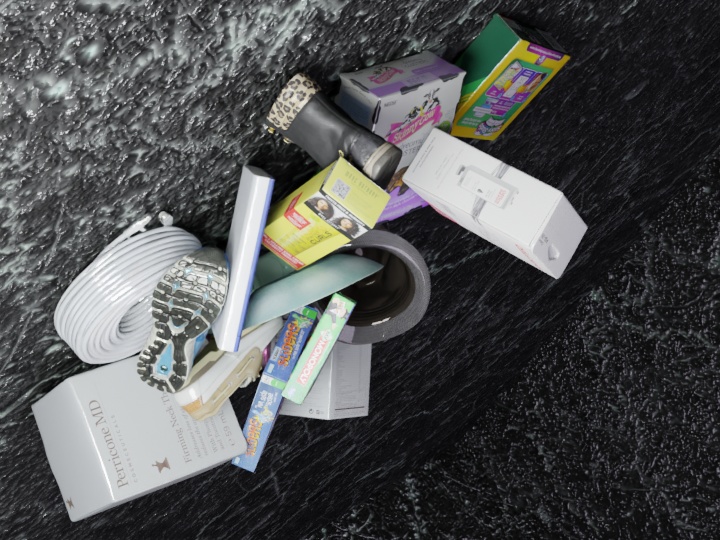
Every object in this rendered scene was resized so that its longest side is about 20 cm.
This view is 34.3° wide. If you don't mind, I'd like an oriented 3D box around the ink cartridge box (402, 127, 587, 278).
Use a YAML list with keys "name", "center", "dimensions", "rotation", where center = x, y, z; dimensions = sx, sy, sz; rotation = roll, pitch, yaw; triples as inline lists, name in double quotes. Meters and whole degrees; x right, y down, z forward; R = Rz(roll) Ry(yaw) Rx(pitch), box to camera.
- name: "ink cartridge box"
  center: [0.173, -0.084, 1.481]
  dimensions: [0.083, 0.200, 0.147]
  rotation: [-58, 152, -1]

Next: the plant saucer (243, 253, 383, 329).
- name: "plant saucer"
  center: [-0.071, 0.018, 1.425]
  dimensions: [0.201, 0.039, 0.201]
  rotation: [-24, -177, 1]

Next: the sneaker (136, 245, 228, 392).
- name: "sneaker"
  center: [-0.206, 0.045, 1.372]
  dimensions: [0.200, 0.078, 0.090]
  rotation: [-60, -174, 31]

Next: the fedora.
- name: "fedora"
  center: [0.000, 0.000, 1.578]
  dimensions: [0.177, 0.090, 0.200]
  rotation: [-23, 134, 11]

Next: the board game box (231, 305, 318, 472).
- name: "board game box"
  center: [-0.113, 0.155, 1.541]
  dimensions: [0.135, 0.034, 0.200]
  rotation: [-68, 180, -47]

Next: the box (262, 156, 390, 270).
- name: "box"
  center: [-0.048, -0.061, 1.329]
  dimensions: [0.200, 0.075, 0.050]
  rotation: [-25, -149, 60]

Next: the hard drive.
- name: "hard drive"
  center: [-0.139, -0.017, 1.362]
  dimensions: [0.132, 0.025, 0.200]
  rotation: [-137, -121, -75]

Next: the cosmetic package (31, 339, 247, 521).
- name: "cosmetic package"
  center: [-0.289, 0.206, 1.520]
  dimensions: [0.200, 0.167, 0.166]
  rotation: [-17, 172, -36]

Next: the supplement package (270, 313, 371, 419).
- name: "supplement package"
  center: [-0.056, 0.109, 1.696]
  dimensions: [0.114, 0.109, 0.200]
  rotation: [7, 86, -59]

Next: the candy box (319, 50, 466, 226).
- name: "candy box"
  center: [0.036, -0.162, 1.480]
  dimensions: [0.168, 0.072, 0.200]
  rotation: [-24, 138, -41]

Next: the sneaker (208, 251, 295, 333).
- name: "sneaker"
  center: [-0.176, 0.037, 1.557]
  dimensions: [0.200, 0.074, 0.118]
  rotation: [-32, 167, 29]

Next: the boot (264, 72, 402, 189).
- name: "boot"
  center: [-0.039, -0.134, 1.351]
  dimensions: [0.073, 0.151, 0.200]
  rotation: [-46, 177, -20]

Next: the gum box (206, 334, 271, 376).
- name: "gum box"
  center: [-0.168, 0.116, 1.728]
  dimensions: [0.200, 0.113, 0.066]
  rotation: [-8, 99, -60]

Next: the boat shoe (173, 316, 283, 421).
- name: "boat shoe"
  center: [-0.164, 0.118, 1.494]
  dimensions: [0.075, 0.068, 0.200]
  rotation: [-19, -165, 48]

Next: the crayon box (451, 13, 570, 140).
- name: "crayon box"
  center: [0.189, -0.267, 1.652]
  dimensions: [0.173, 0.058, 0.200]
  rotation: [-47, 161, 23]

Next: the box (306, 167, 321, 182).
- name: "box"
  center: [-0.035, -0.103, 1.606]
  dimensions: [0.200, 0.048, 0.117]
  rotation: [-41, 162, 9]

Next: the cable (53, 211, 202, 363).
- name: "cable"
  center: [-0.269, 0.030, 1.405]
  dimensions: [0.200, 0.069, 0.200]
  rotation: [-40, 163, -1]

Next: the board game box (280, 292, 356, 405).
- name: "board game box"
  center: [-0.048, 0.092, 1.436]
  dimensions: [0.135, 0.029, 0.200]
  rotation: [-61, 179, 0]

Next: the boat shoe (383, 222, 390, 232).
- name: "boat shoe"
  center: [0.011, -0.050, 1.717]
  dimensions: [0.200, 0.065, 0.073]
  rotation: [-52, 167, -41]
